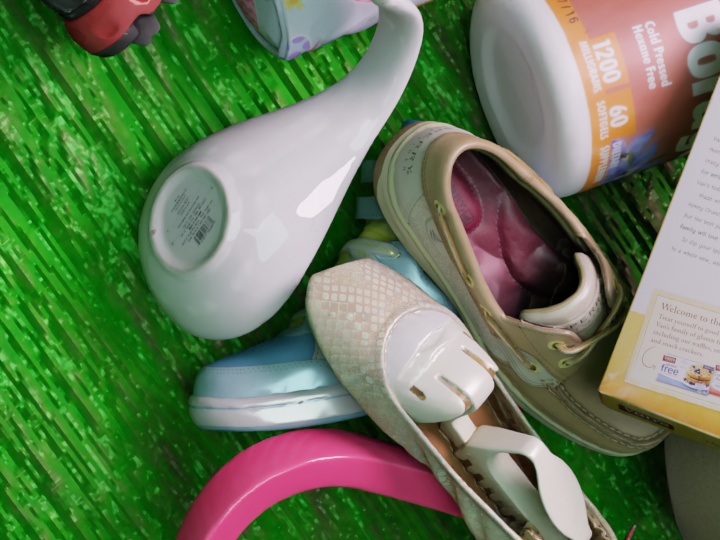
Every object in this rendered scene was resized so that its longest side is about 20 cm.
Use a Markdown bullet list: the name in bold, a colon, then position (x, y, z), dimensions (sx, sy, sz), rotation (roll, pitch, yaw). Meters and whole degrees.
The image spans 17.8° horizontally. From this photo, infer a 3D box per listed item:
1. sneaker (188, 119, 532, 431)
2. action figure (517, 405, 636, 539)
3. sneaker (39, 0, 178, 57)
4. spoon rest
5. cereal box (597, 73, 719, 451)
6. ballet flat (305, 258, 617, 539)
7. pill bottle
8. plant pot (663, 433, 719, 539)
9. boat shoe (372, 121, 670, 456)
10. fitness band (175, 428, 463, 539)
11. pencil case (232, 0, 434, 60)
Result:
- **sneaker**: position (0.000, 0.000, 1.112), dimensions (0.199, 0.079, 0.131), rotation (-15, 96, -22)
- **action figure**: position (0.107, 0.145, 1.158), dimensions (0.051, 0.065, 0.201), rotation (-14, 96, -12)
- **sneaker**: position (-0.098, -0.202, 1.045), dimensions (0.098, 0.071, 0.201), rotation (32, 87, -26)
- **spoon rest**: position (-0.034, -0.054, 1.067), dimensions (0.060, 0.099, 0.200), rotation (9, 126, -50)
- **cereal box**: position (0.208, -0.009, 1.037), dimensions (0.143, 0.040, 0.201), rotation (21, 81, 14)
- **ballet flat**: position (0.054, 0.068, 1.060), dimensions (0.200, 0.062, 0.067), rotation (51, 59, -17)
- **pill bottle**: position (0.163, -0.117, 1.136), dimensions (0.199, 0.112, 0.113), rotation (-19, 98, -15)
- **plant pot**: position (0.225, 0.087, 1.144), dimensions (0.134, 0.200, 0.201), rotation (-5, 95, 19)
- **boat shoe**: position (0.086, 0.014, 1.070), dimensions (0.200, 0.066, 0.074), rotation (45, 76, -18)
- **fitness band**: position (-0.004, 0.150, 1.105), dimensions (0.199, 0.037, 0.144), rotation (19, 103, -35)
- **pencil case**: position (0.027, -0.174, 1.106), dimensions (0.199, 0.083, 0.091), rotation (-24, 95, -15)
